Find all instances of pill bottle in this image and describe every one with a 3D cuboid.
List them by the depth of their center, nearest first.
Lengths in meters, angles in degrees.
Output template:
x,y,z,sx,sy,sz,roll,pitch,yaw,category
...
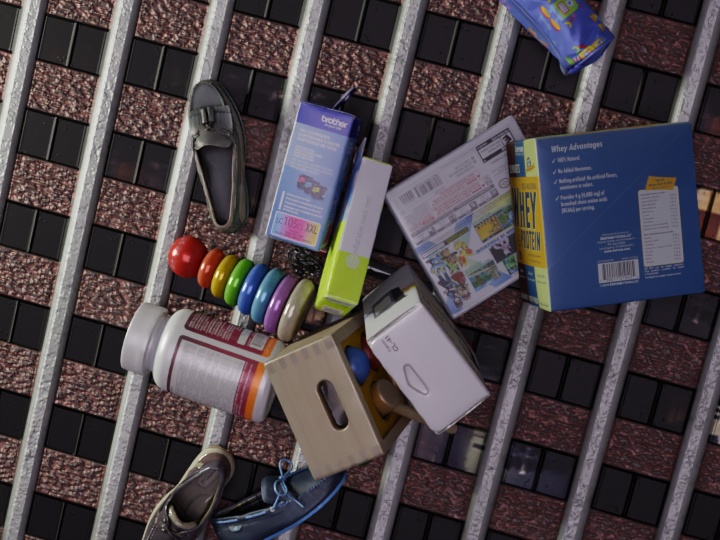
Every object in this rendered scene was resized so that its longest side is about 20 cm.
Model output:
x,y,z,sx,sy,sz,roll,pitch,yaw,category
-0.202,0.115,1.512,0.197,0.110,0.111,19,97,4,pill bottle

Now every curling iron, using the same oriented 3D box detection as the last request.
x,y,z,sx,sy,sz,roll,pitch,yaw,category
0.000,0.000,1.527,0.196,0.026,0.050,12,121,-1,curling iron

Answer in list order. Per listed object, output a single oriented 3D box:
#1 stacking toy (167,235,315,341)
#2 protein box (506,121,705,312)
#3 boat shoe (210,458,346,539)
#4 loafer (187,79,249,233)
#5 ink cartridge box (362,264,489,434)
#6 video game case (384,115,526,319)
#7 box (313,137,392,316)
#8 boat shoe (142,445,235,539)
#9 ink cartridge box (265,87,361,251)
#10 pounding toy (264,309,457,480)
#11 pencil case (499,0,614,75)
x,y,z,sx,sy,sz,roll,pitch,yaw,category
-0.162,0.015,1.517,0.197,0.085,0.087,25,97,6,stacking toy
0.295,-0.068,1.418,0.195,0.135,0.204,-7,95,-7,protein box
-0.111,0.304,1.534,0.199,0.084,0.069,-35,103,5,boat shoe
-0.183,-0.148,1.509,0.070,0.063,0.204,-10,94,6,loafer
0.077,0.091,1.430,0.085,0.200,0.148,-37,102,6,ink cartridge box
0.155,-0.068,1.486,0.198,0.022,0.184,-31,92,-7,video game case
-0.008,-0.051,1.453,0.047,0.122,0.204,16,79,-6,box
-0.238,0.327,1.557,0.071,0.065,0.201,36,98,-1,boat shoe
-0.053,-0.135,1.461,0.075,0.136,0.204,14,97,2,ink cartridge box
0.006,0.162,1.475,0.140,0.184,0.203,-23,93,19,pounding toy
0.224,-0.332,1.446,0.087,0.078,0.200,-42,90,-22,pencil case
